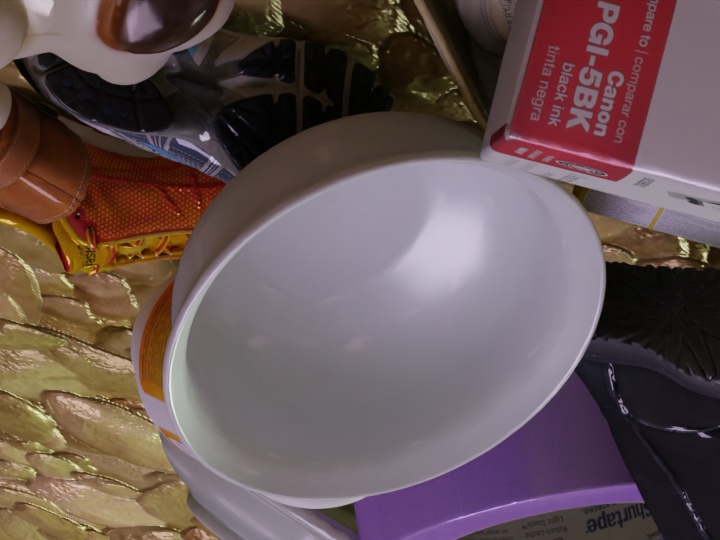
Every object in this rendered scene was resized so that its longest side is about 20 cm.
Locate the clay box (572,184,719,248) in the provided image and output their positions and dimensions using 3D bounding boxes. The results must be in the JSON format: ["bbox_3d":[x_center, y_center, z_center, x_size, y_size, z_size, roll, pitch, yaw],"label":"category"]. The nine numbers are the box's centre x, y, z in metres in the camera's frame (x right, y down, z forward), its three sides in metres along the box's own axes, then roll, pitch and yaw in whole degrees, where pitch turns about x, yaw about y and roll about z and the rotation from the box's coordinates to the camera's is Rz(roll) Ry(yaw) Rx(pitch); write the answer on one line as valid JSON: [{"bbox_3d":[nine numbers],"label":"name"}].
[{"bbox_3d":[0.165,-0.071,1.257,0.114,0.048,0.200,15,154,-3],"label":"clay box"}]

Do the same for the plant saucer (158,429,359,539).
[{"bbox_3d":[-0.042,0.138,1.686,0.200,0.050,0.200,34,-178,-1],"label":"plant saucer"}]

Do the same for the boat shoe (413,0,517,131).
[{"bbox_3d":[0.042,-0.126,1.193,0.073,0.063,0.201,6,153,19],"label":"boat shoe"}]

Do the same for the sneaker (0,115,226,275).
[{"bbox_3d":[-0.108,-0.026,1.467,0.199,0.077,0.073,8,154,4],"label":"sneaker"}]

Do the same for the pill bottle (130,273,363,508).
[{"bbox_3d":[-0.049,0.048,1.496,0.111,0.112,0.200,25,177,-20],"label":"pill bottle"}]

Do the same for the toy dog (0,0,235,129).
[{"bbox_3d":[-0.142,-0.147,1.204,0.199,0.140,0.194,20,120,-8],"label":"toy dog"}]

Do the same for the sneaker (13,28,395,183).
[{"bbox_3d":[-0.068,-0.080,1.364,0.199,0.078,0.086,25,176,-26],"label":"sneaker"}]

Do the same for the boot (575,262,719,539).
[{"bbox_3d":[0.184,0.090,1.376,0.164,0.066,0.200,16,144,49],"label":"boot"}]

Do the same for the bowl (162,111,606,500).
[{"bbox_3d":[0.000,0.000,1.313,0.200,0.091,0.202,-12,135,-12],"label":"bowl"}]

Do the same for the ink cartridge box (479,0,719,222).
[{"bbox_3d":[0.151,-0.057,1.091,0.199,0.083,0.147,15,179,-1],"label":"ink cartridge box"}]

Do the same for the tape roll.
[{"bbox_3d":[0.095,0.109,1.557,0.199,0.066,0.200,-8,162,-3],"label":"tape roll"}]

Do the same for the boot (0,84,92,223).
[{"bbox_3d":[-0.206,-0.084,1.343,0.155,0.077,0.200,24,-179,-24],"label":"boot"}]
